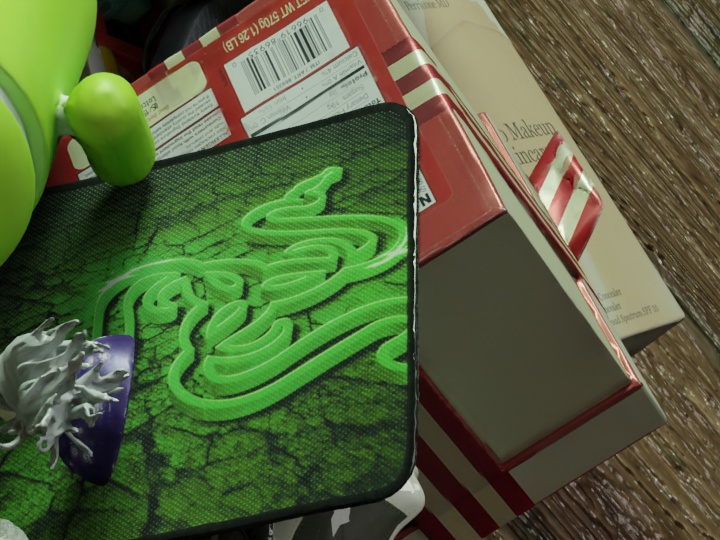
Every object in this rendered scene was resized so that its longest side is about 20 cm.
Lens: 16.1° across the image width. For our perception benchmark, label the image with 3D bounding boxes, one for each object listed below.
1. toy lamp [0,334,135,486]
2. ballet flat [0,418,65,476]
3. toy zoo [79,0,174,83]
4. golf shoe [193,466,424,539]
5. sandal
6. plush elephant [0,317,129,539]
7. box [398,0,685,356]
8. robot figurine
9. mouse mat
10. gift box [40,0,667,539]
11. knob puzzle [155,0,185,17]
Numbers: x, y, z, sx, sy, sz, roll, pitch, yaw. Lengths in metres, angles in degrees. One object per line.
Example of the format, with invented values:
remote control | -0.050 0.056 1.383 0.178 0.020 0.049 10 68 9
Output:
toy lamp | -0.175 0.028 0.830 0.198 0.058 0.058 10 42 -10
ballet flat | -0.097 0.097 0.918 0.068 0.068 0.201 -2 59 -53
toy zoo | -0.126 -0.102 1.145 0.131 0.020 0.201 18 43 -45
golf shoe | 0.001 0.160 0.902 0.077 0.087 0.201 -114 -172 -64
sandal | -0.065 -0.101 1.165 0.201 0.043 0.076 -70 141 -55
plush elephant | -0.151 0.110 0.750 0.164 0.199 0.156 30 53 -45
box | 0.058 -0.035 1.219 0.201 0.078 0.095 58 30 10
robot figurine | -0.160 -0.069 0.902 0.174 0.116 0.201 7 42 3
mouse mat | -0.071 0.025 0.892 0.008 0.198 0.162 53 30 -50
gift box | 0.000 0.000 0.999 0.187 0.184 0.201 51 15 -48
knob puzzle | -0.074 -0.175 1.263 0.220 0.030 0.220 46 23 -26
